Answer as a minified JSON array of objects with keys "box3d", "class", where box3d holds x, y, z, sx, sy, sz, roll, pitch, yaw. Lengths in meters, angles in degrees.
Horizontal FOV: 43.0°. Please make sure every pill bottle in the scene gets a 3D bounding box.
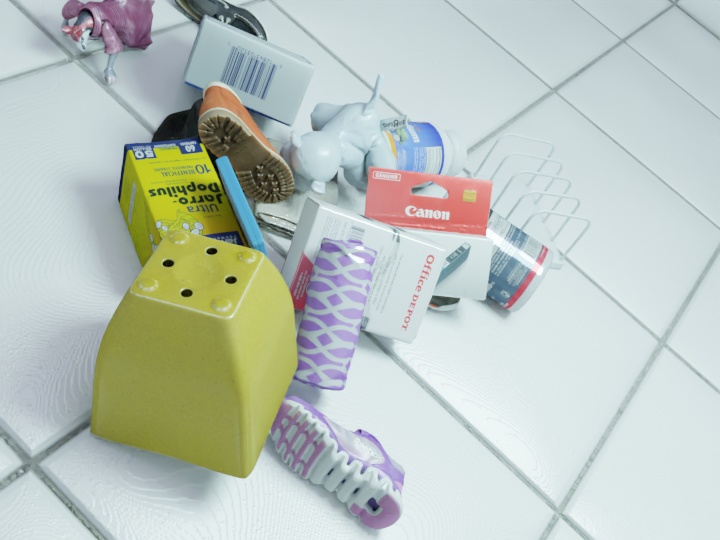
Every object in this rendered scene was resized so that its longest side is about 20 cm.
[{"box3d":[0.199,-0.035,1.476,0.199,0.120,0.120,34,41,1],"class":"pill bottle"},{"box3d":[0.084,-0.198,1.564,0.198,0.112,0.113,-9,56,-38],"class":"pill bottle"}]

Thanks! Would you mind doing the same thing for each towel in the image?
[{"box3d":[-0.100,-0.126,1.435,0.131,0.035,0.202,19,43,-18],"class":"towel"}]

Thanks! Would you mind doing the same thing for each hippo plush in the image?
[{"box3d":[-0.034,-0.168,1.388,0.161,0.199,0.160,-43,109,-31],"class":"hippo plush"}]

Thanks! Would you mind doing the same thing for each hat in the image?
[{"box3d":[-0.218,-0.208,1.386,0.198,0.081,0.202,13,43,-13],"class":"hat"}]

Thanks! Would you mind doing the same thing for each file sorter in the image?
[{"box3d":[0.302,-0.126,1.627,0.137,0.125,0.202,7,48,-27],"class":"file sorter"}]

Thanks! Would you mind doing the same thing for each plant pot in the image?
[{"box3d":[-0.182,0.073,1.026,0.193,0.202,0.195,14,40,7],"class":"plant pot"}]

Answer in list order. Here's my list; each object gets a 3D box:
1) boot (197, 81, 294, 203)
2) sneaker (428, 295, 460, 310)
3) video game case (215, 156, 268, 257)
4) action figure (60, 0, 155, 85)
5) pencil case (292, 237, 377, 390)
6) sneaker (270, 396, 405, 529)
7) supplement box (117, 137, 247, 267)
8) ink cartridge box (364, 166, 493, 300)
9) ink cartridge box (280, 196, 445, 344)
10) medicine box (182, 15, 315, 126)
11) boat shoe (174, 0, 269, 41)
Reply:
[{"box3d":[-0.162,-0.185,1.320,0.200,0.074,0.108,51,17,-44],"class":"boot"},{"box3d":[0.089,-0.026,1.421,0.200,0.082,0.077,47,41,10],"class":"sneaker"},{"box3d":[-0.143,-0.036,1.210,0.018,0.201,0.144,-22,59,-9],"class":"video game case"},{"box3d":[-0.388,-0.392,1.429,0.134,0.149,0.200,40,27,-1],"class":"action figure"},{"box3d":[-0.034,0.058,1.179,0.083,0.203,0.085,16,1,18],"class":"pencil case"},{"box3d":[-0.022,0.223,1.124,0.200,0.081,0.089,40,34,0],"class":"sneaker"},{"box3d":[-0.241,-0.066,1.218,0.108,0.110,0.201,-10,56,-28],"class":"supplement box"},{"box3d":[0.099,-0.055,1.365,0.197,0.179,0.045,5,8,-8],"class":"ink cartridge box"},{"box3d":[0.000,0.000,1.282,0.198,0.146,0.084,18,7,-19],"class":"ink cartridge box"},{"box3d":[-0.181,-0.322,1.458,0.180,0.104,0.200,20,12,-15],"class":"medicine box"},{"box3d":[-0.247,-0.448,1.620,0.200,0.074,0.060,41,41,13],"class":"boat shoe"}]
